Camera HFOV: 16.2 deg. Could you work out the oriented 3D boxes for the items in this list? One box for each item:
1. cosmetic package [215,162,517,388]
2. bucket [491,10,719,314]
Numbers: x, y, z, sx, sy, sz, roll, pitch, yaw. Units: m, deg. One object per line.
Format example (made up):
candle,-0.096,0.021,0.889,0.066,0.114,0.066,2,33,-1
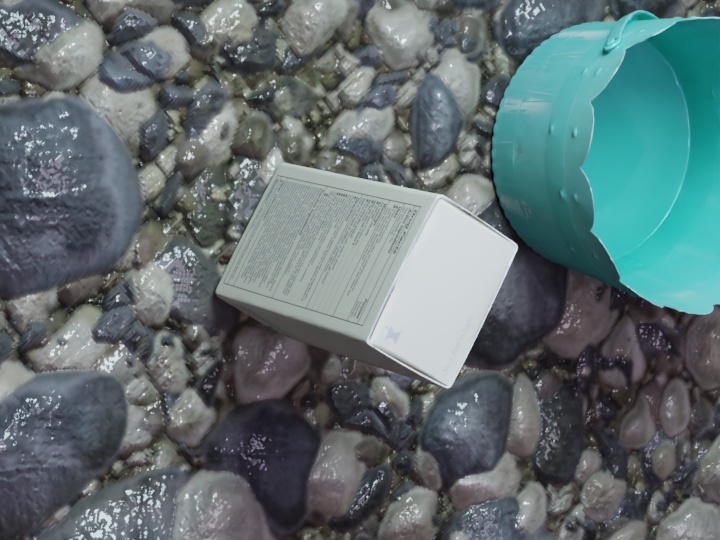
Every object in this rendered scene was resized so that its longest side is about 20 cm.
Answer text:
cosmetic package,0.000,0.000,1.588,0.073,0.200,0.104,31,83,-31
bucket,0.198,-0.080,1.731,0.206,0.135,0.208,-6,102,-30
